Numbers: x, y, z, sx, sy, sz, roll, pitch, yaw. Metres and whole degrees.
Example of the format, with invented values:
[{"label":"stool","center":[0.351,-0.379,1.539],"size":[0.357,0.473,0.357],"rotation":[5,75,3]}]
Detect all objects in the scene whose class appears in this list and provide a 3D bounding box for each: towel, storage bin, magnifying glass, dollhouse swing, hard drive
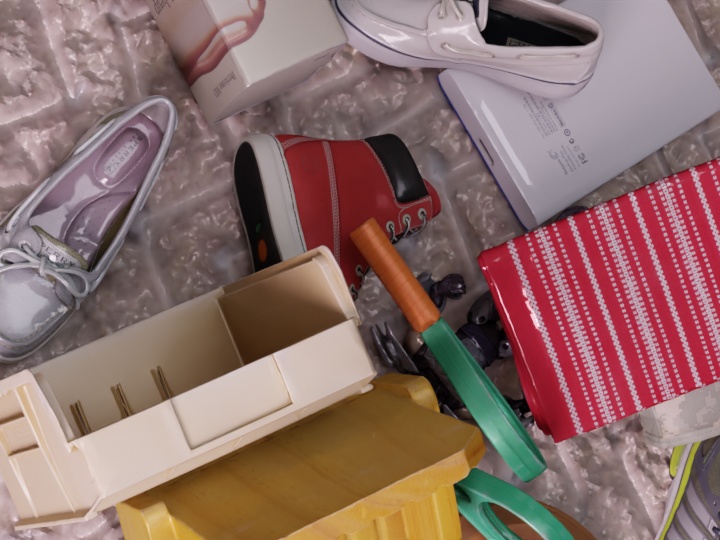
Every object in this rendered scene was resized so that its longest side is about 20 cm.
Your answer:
[{"label":"towel","center":[0.191,0.018,1.277],"size":[0.199,0.022,0.146],"rotation":[-22,102,5]},{"label":"storage bin","center":[-0.119,0.073,1.162],"size":[0.199,0.198,0.094],"rotation":[-23,91,-26]},{"label":"magnifying glass","center":[0.062,0.140,1.269],"size":[0.200,0.080,0.022],"rotation":[37,67,17]},{"label":"dollhouse swing","center":[-0.017,0.173,1.149],"size":[0.199,0.176,0.183],"rotation":[-23,120,-21]},{"label":"magnifying glass","center":[0.059,0.052,1.250],"size":[0.022,0.080,0.200],"rotation":[-37,91,6]},{"label":"hard drive","center":[0.168,-0.134,1.427],"size":[0.199,0.025,0.133],"rotation":[-31,91,-26]}]

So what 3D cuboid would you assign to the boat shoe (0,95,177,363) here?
[{"label":"boat shoe","center":[-0.186,-0.031,1.231],"size":[0.074,0.065,0.202],"rotation":[40,66,-9]}]

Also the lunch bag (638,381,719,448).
[{"label":"lunch bag","center":[0.258,0.017,1.359],"size":[0.199,0.117,0.165],"rotation":[-21,108,-27]}]

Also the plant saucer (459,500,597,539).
[{"label":"plant saucer","center":[0.107,0.253,1.303],"size":[0.199,0.037,0.202],"rotation":[5,76,-22]}]

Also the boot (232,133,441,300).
[{"label":"boot","center":[0.000,0.000,1.297],"size":[0.143,0.072,0.202],"rotation":[-2,72,-25]}]

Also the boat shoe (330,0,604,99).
[{"label":"boat shoe","center":[0.077,-0.178,1.356],"size":[0.199,0.066,0.072],"rotation":[18,59,-2]}]

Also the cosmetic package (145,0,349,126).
[{"label":"cosmetic package","center":[-0.101,-0.214,1.291],"size":[0.087,0.103,0.201],"rotation":[-27,87,-24]}]

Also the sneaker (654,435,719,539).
[{"label":"sneaker","center":[0.251,0.195,1.352],"size":[0.073,0.081,0.201],"rotation":[18,71,-18]}]

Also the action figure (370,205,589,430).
[{"label":"action figure","center":[0.093,0.041,1.331],"size":[0.200,0.069,0.131],"rotation":[-41,106,-21]}]
